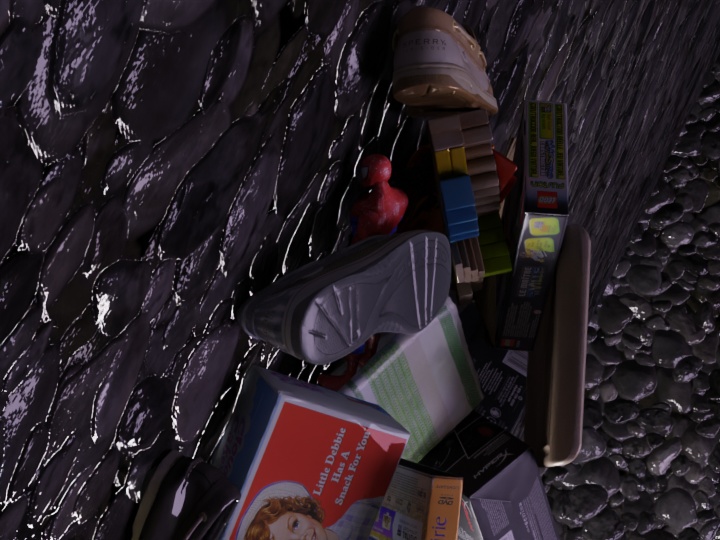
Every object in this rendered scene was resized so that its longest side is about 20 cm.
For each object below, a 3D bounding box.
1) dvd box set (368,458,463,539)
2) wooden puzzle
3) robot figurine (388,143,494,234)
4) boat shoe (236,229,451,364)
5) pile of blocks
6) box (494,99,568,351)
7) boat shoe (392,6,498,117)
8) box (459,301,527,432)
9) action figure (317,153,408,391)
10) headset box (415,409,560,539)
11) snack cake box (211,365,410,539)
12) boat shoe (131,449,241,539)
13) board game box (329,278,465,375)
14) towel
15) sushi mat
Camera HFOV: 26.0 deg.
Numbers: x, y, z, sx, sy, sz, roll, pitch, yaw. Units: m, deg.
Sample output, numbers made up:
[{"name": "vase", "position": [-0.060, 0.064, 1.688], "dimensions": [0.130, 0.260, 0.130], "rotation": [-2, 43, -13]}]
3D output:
[{"name": "dvd box set", "position": [0.028, 0.244, 1.160], "dimensions": [0.146, 0.029, 0.202], "rotation": [176, -80, -72]}, {"name": "wooden puzzle", "position": [0.166, 0.068, 1.284], "dimensions": [0.200, 0.037, 0.187], "rotation": [97, -4, -82]}, {"name": "robot figurine", "position": [0.047, -0.036, 1.309], "dimensions": [0.200, 0.058, 0.146], "rotation": [-51, 158, -48]}, {"name": "boat shoe", "position": [-0.002, 0.014, 1.100], "dimensions": [0.201, 0.064, 0.075], "rotation": [-26, 121, -51]}, {"name": "pile of blocks", "position": [0.093, -0.045, 1.186], "dimensions": [0.201, 0.061, 0.083], "rotation": [76, 2, -53]}, {"name": "box", "position": [0.137, -0.032, 1.274], "dimensions": [0.201, 0.034, 0.111], "rotation": [94, 0, -57]}, {"name": "boat shoe", "position": [0.063, -0.152, 1.154], "dimensions": [0.200, 0.073, 0.070], "rotation": [7, 81, -82]}, {"name": "box", "position": [0.083, 0.152, 1.566], "dimensions": [0.149, 0.124, 0.201], "rotation": [-54, 173, -41]}, {"name": "action figure", "position": [0.000, 0.000, 1.186], "dimensions": [0.065, 0.051, 0.201], "rotation": [-37, 147, -48]}, {"name": "headset box", "position": [0.076, 0.184, 1.373], "dimensions": [0.075, 0.199, 0.150], "rotation": [-35, 127, -21]}, {"name": "snack cake box", "position": [-0.058, 0.183, 1.132], "dimensions": [0.202, 0.114, 0.067], "rotation": [-67, -154, 6]}, {"name": "boat shoe", "position": [-0.134, 0.218, 1.041], "dimensions": [0.067, 0.057, 0.202], "rotation": [-30, 141, -68]}, {"name": "board game box", "position": [0.053, 0.043, 1.405], "dimensions": [0.126, 0.035, 0.200], "rotation": [-40, -179, 29]}, {"name": "towel", "position": [0.009, 0.121, 1.240], "dimensions": [0.200, 0.031, 0.150], "rotation": [-41, 142, -15]}, {"name": "sushi mat", "position": [0.128, -0.029, 1.419], "dimensions": [0.201, 0.012, 0.096], "rotation": [-66, 145, -46]}]
